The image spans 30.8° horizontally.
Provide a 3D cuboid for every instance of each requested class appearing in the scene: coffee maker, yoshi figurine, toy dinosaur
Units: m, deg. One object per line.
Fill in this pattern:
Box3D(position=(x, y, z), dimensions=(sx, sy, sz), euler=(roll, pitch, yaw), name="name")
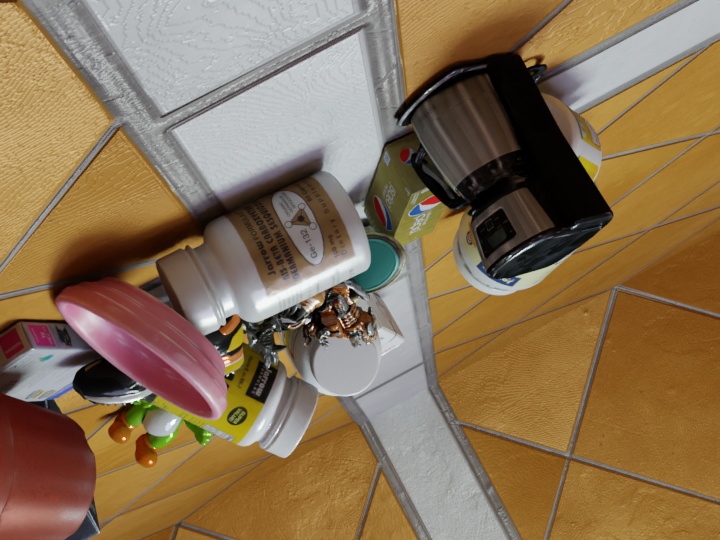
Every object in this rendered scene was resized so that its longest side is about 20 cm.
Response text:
Box3D(position=(0.165, -0.109, 1.322), dimensions=(0.192, 0.200, 0.135), euler=(-23, 167, -21), name="coffee maker")
Box3D(position=(-0.265, 0.207, 1.874), dimensions=(0.200, 0.112, 0.112), euler=(-36, 159, 20), name="yoshi figurine")
Box3D(position=(-0.069, 0.028, 1.498), dimensions=(0.136, 0.200, 0.102), euler=(-30, -164, 30), name="toy dinosaur")

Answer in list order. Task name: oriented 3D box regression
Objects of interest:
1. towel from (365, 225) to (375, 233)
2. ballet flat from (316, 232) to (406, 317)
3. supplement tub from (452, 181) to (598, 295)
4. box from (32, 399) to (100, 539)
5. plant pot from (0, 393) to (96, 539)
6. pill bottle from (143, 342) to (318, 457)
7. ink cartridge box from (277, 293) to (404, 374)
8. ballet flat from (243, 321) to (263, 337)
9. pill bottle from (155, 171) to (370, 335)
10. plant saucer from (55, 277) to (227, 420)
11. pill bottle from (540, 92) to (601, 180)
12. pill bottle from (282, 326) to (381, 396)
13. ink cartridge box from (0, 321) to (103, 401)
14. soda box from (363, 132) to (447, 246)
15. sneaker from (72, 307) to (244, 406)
Box3D(position=(-0.055, -0.009, 1.623), dimensions=(0.148, 0.037, 0.200), euler=(-36, 166, 32), name="towel")
Box3D(position=(0.000, 0.000, 1.545), dimensions=(0.071, 0.071, 0.200), euler=(-17, 168, -42), name="ballet flat")
Box3D(position=(0.218, -0.060, 1.754), dimensions=(0.145, 0.145, 0.200), euler=(-22, 166, -28), name="supplement tub")
Box3D(position=(-0.423, 0.261, 1.517), dimensions=(0.200, 0.124, 0.197), euler=(-27, -157, -6), name="box")
Box3D(position=(-0.378, 0.200, 1.294), dimensions=(0.201, 0.201, 0.195), euler=(-32, 155, 18), name="plant pot")
Box3D(position=(-0.159, 0.140, 1.565), dimensions=(0.114, 0.200, 0.114), euler=(-59, -168, 21), name="pill bottle")
Box3D(position=(-0.027, 0.100, 2.004), dimensions=(0.146, 0.083, 0.200), euler=(-30, 167, 6), name="ink cartridge box")
Box3D(position=(-0.157, 0.077, 1.680), dimensions=(0.200, 0.064, 0.076), euler=(-21, 167, -34), name="ballet flat")
Box3D(position=(-0.100, -0.012, 1.333), dimensions=(0.200, 0.115, 0.114), euler=(-26, 167, -13), name="pill bottle")
Box3D(position=(-0.210, 0.072, 1.307), dimensions=(0.051, 0.200, 0.201), euler=(-55, 176, -18), name="plant saucer")
Box3D(position=(0.219, -0.138, 1.528), dimensions=(0.113, 0.113, 0.200), euler=(-32, 167, 17), name="pill bottle")
Box3D(position=(-0.034, 0.096, 1.664), dimensions=(0.111, 0.111, 0.200), euler=(-27, -167, -5), name="pill bottle")
Box3D(position=(-0.347, 0.101, 1.419), dimensions=(0.119, 0.042, 0.200), euler=(-32, 164, 16), name="ink cartridge box")
Box3D(position=(0.057, -0.089, 1.481), dimensions=(0.068, 0.064, 0.200), euler=(-26, 168, -14), name="soda box")
Box3D(position=(-0.222, 0.081, 1.438), dimensions=(0.200, 0.070, 0.090), euler=(-12, 122, -27), name="sneaker")
